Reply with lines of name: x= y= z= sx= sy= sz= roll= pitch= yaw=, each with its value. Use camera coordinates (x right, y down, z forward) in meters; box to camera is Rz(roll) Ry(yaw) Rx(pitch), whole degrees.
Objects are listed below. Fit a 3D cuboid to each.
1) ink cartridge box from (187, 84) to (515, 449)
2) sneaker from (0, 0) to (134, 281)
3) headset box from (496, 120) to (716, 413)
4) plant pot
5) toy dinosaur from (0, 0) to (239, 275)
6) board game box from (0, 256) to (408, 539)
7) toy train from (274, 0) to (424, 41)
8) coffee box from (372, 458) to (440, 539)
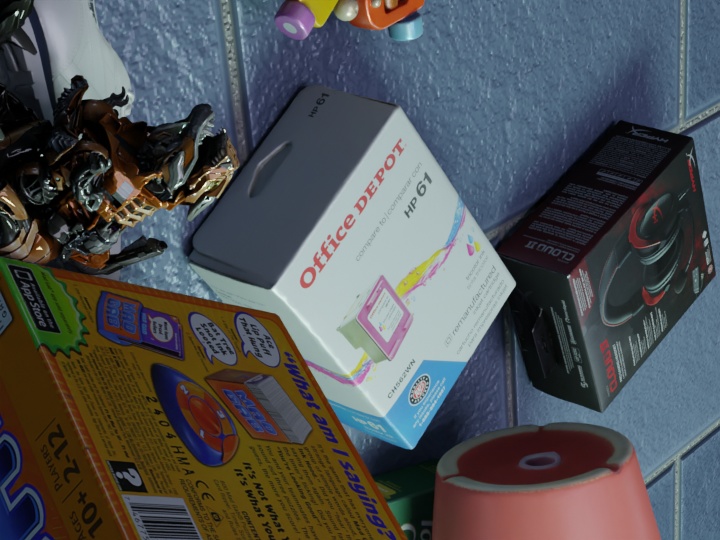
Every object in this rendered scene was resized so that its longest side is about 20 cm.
ink cartridge box: x=0.000 y=0.000 z=0.977 sx=0.145 sy=0.084 sz=0.200 roll=-56 pitch=136 yaw=-17
sneaker: x=-0.151 y=-0.066 z=0.797 sx=0.080 sy=0.076 sz=0.202 roll=-37 pitch=131 yaw=-46
headset box: x=0.194 y=0.002 z=1.202 sx=0.200 sy=0.075 sz=0.150 roll=-44 pitch=133 yaw=-29
plant pot: x=0.134 y=0.215 z=1.073 sx=0.199 sy=0.199 sz=0.179 roll=-18 pitch=106 yaw=-43
toy dinosaur: x=-0.162 y=-0.043 z=0.707 sx=0.199 sy=0.102 sz=0.136 roll=-28 pitch=126 yaw=-6
board game box: x=-0.122 y=0.147 z=0.750 sx=0.199 sy=0.201 sz=0.200 roll=14 pitch=126 yaw=-49
toy train: x=-0.020 y=-0.221 z=0.901 sx=0.150 sy=0.055 sz=0.202 roll=-41 pitch=131 yaw=-39
coffee box: x=0.002 y=0.215 z=1.089 sx=0.199 sy=0.044 sz=0.124 roll=-6 pitch=108 yaw=-48
